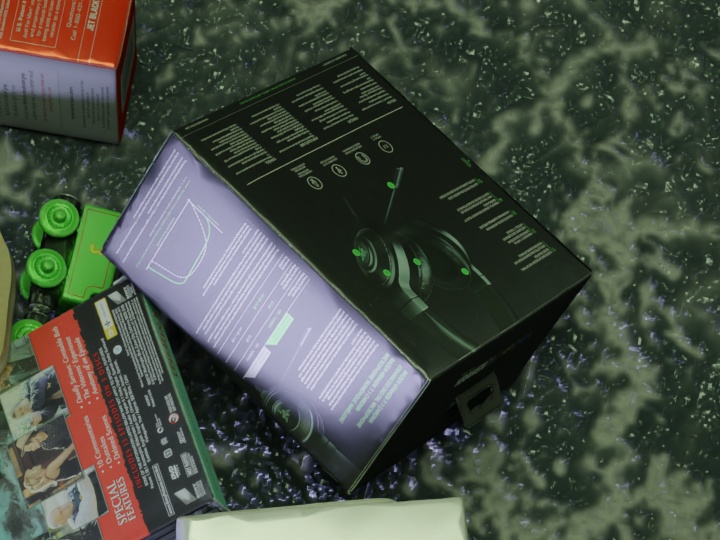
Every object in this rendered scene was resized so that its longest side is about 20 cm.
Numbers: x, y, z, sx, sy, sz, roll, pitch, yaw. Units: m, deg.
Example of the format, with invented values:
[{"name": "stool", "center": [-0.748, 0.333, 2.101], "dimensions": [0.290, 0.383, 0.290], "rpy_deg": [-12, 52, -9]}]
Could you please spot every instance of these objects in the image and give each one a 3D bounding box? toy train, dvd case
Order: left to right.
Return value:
[{"name": "dvd case", "center": [-0.176, 0.107, 1.514], "dimensions": [0.200, 0.022, 0.146], "rpy_deg": [-29, 57, 9]}, {"name": "toy train", "center": [-0.166, 0.054, 1.584], "dimensions": [0.056, 0.042, 0.201], "rpy_deg": [15, 69, -9]}]

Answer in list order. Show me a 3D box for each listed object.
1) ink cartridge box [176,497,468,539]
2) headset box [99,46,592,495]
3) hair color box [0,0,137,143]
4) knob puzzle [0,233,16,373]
[{"name": "ink cartridge box", "center": [-0.014, 0.229, 1.466], "dimensions": [0.144, 0.147, 0.201], "rpy_deg": [-4, 69, -5]}, {"name": "headset box", "center": [0.000, 0.000, 1.544], "dimensions": [0.200, 0.093, 0.174], "rpy_deg": [43, 36, 12]}, {"name": "hair color box", "center": [-0.224, -0.130, 1.617], "dimensions": [0.199, 0.102, 0.061], "rpy_deg": [9, 68, -1]}, {"name": "knob puzzle", "center": [-0.266, 0.026, 1.574], "dimensions": [0.219, 0.031, 0.220], "rpy_deg": [-7, 49, 9]}]
